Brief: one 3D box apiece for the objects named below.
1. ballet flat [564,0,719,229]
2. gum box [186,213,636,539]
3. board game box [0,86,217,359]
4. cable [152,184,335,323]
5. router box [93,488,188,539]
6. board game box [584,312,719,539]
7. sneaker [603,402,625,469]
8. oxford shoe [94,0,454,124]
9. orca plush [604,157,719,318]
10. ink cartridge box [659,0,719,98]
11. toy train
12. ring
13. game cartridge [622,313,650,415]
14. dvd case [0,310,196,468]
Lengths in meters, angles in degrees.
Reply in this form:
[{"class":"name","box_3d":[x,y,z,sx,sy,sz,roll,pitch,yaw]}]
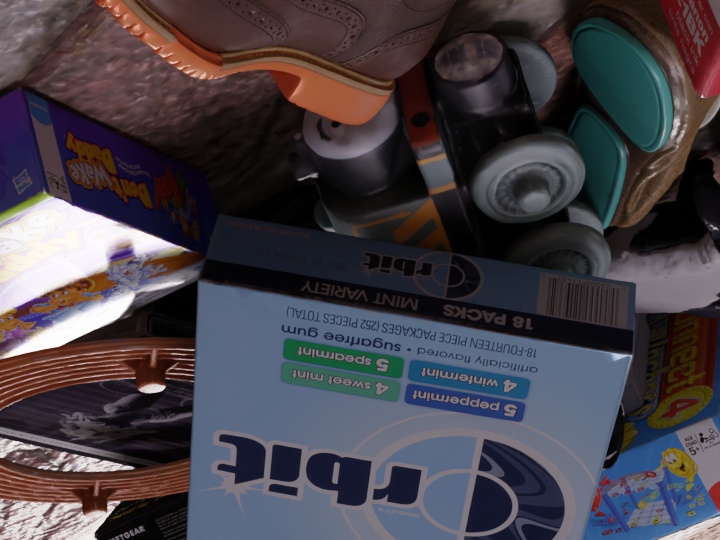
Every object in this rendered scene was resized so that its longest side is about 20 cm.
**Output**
[{"class":"ballet flat","box_3d":[0.126,-0.076,0.803,0.072,0.068,0.200,-35,162,-10]},{"class":"gum box","box_3d":[0.014,0.076,0.804,0.169,0.045,0.201,9,132,3]},{"class":"board game box","box_3d":[-0.174,0.004,0.782,0.199,0.045,0.134,-25,159,21]},{"class":"cable","box_3d":[0.000,0.000,0.905,0.199,0.051,0.163,-8,158,-23]},{"class":"router box","box_3d":[-0.030,0.098,1.042,0.199,0.051,0.149,-24,-169,19]},{"class":"board game box","box_3d":[0.133,0.095,1.100,0.195,0.056,0.200,-26,-164,21]},{"class":"sneaker","box_3d":[0.094,0.068,0.926,0.090,0.076,0.200,0,-160,31]},{"class":"oxford shoe","box_3d":[-0.032,-0.104,0.605,0.073,0.071,0.200,-44,158,18]},{"class":"orca plush","box_3d":[0.154,-0.027,0.951,0.105,0.071,0.200,12,169,2]},{"class":"ink cartridge box","box_3d":[0.182,-0.148,0.613,0.144,0.084,0.200,-13,159,-8]},{"class":"toy train","box_3d":[0.044,-0.014,0.803,0.113,0.085,0.200,-17,139,7]},{"class":"ring","box_3d":[-0.112,0.078,0.887,0.199,0.019,0.201,-7,156,-3]},{"class":"game cartridge","box_3d":[0.069,0.081,1.094,0.199,0.041,0.133,-26,-160,19]},{"class":"dvd case","box_3d":[-0.103,0.063,0.937,0.148,0.016,0.200,18,154,-38]}]
